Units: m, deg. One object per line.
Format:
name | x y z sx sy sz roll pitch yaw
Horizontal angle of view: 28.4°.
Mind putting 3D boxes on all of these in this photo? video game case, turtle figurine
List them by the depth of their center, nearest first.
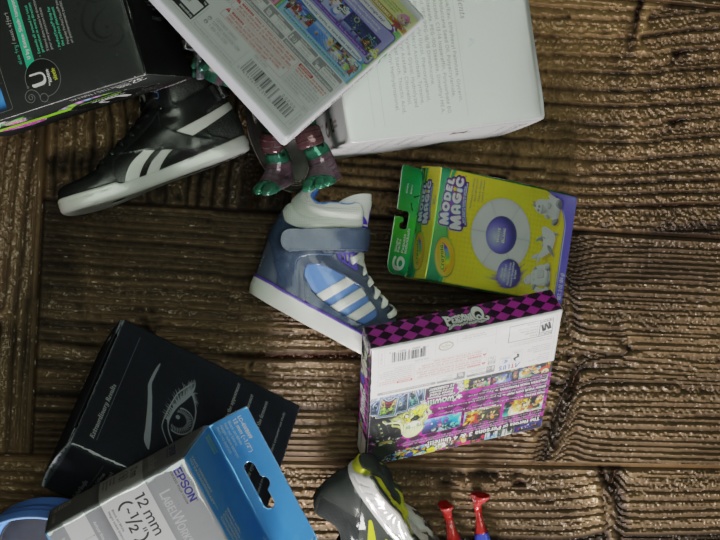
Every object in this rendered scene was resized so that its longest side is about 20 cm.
video game case | -0.071 -0.241 1.269 0.182 0.022 0.200 -43 89 -20
turtle figurine | -0.083 -0.175 1.342 0.100 0.149 0.202 -24 106 -29
video game case | 0.096 0.110 1.422 0.198 0.036 0.182 -11 136 -12

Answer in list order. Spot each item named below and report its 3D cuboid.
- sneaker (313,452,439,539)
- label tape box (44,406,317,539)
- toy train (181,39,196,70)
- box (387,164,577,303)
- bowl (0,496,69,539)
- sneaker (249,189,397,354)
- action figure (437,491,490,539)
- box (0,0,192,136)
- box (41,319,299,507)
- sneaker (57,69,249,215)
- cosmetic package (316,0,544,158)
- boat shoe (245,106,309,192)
sneaker | 0.024 0.278 1.455 0.084 0.075 0.201 -27 105 17
label tape box | -0.153 0.231 1.240 0.199 0.066 0.144 -28 101 -2
toy train | -0.180 -0.303 1.403 0.149 0.056 0.202 18 86 -12
box | 0.124 -0.038 1.456 0.198 0.048 0.119 9 88 -26
bowl | -0.271 0.297 1.336 0.198 0.039 0.202 8 124 12
sneaker | 0.000 0.000 1.432 0.199 0.081 0.147 27 88 -6
action figure | 0.132 0.339 1.460 0.065 0.099 0.202 -13 96 -12
box | -0.280 -0.207 1.303 0.198 0.149 0.126 -16 93 12
box | -0.179 0.166 1.351 0.199 0.104 0.149 28 51 -11
sneaker | -0.218 -0.134 1.393 0.199 0.073 0.113 -22 92 -20
cosmetic package | 0.056 -0.209 1.402 0.198 0.165 0.167 -8 91 -11
boat shoe | -0.084 -0.178 1.425 0.066 0.057 0.202 -12 93 -13
